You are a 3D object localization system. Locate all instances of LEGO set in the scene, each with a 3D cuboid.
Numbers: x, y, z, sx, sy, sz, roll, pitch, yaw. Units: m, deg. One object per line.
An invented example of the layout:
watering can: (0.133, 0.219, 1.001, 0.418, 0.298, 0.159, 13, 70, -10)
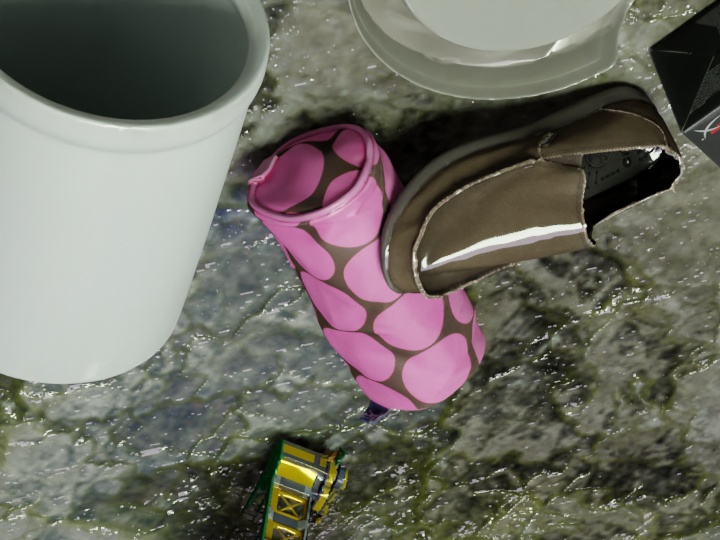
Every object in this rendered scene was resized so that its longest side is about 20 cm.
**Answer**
LEGO set: (-0.034, 0.218, 1.762, 0.115, 0.154, 0.201, 21, 120, -11)

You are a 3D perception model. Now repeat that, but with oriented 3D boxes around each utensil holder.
utensil holder: (-0.149, -0.063, 1.435, 0.169, 0.171, 0.201, 2, 136, -17)

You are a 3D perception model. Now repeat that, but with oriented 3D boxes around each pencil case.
pencil case: (0.000, 0.000, 1.603, 0.093, 0.091, 0.200, 15, 148, 35)

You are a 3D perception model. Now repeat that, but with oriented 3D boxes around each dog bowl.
dog bowl: (0.084, -0.185, 1.453, 0.199, 0.059, 0.201, -8, 136, -8)

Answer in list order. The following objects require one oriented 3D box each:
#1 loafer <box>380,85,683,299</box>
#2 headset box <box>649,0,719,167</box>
loafer: (0.101, -0.042, 1.549, 0.199, 0.071, 0.073, -30, 129, -18)
headset box: (0.289, -0.096, 1.588, 0.149, 0.078, 0.200, -36, 134, 21)
